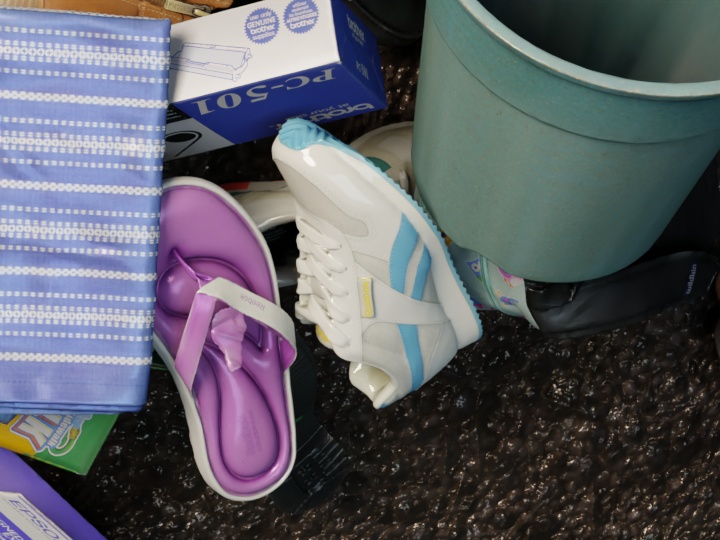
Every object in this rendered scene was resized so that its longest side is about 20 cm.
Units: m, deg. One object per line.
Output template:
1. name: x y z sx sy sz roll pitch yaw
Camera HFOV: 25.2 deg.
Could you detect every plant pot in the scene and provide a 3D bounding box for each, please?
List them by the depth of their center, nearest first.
1. plant pot: 0.110 -0.106 0.798 0.199 0.201 0.197 -13 151 -16

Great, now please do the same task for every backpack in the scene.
1. backpack: 0.130 -0.041 0.974 0.199 0.126 0.168 -30 120 -37

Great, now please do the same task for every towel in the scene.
1. towel: -0.168 -0.026 0.781 0.143 0.024 0.202 2 103 -12

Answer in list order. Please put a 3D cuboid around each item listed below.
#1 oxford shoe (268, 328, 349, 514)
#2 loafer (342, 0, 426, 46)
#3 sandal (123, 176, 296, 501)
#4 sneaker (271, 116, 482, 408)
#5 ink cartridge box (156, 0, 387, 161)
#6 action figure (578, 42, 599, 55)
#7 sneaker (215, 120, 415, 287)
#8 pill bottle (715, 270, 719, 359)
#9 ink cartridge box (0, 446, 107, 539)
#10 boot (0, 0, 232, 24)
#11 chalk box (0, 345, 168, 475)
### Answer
1. oxford shoe: -0.068 0.072 0.973 0.072 0.084 0.201 -33 147 -14
2. loafer: -0.014 -0.185 0.875 0.200 0.070 0.069 38 65 -44
3. sandal: -0.067 0.041 0.855 0.082 0.050 0.204 -30 124 -20
4. sneaker: 0.000 0.000 0.877 0.081 0.076 0.200 -42 133 -10
5. ink cartridge box: -0.094 -0.093 0.845 0.198 0.094 0.045 -12 79 14
6. action figure: 0.070 -0.203 0.889 0.117 0.055 0.201 -20 118 25
7. sneaker: -0.010 -0.028 0.960 0.198 0.093 0.071 -17 121 -14
8. pill bottle: 0.317 0.071 1.142 0.106 0.106 0.201 -35 123 -3
9. ink cartridge box: -0.186 0.169 0.937 0.198 0.199 0.044 51 53 -33
10. boot: -0.126 -0.193 0.840 0.154 0.077 0.202 8 109 -28
11. chalk box: -0.185 0.021 0.889 0.199 0.124 0.124 26 98 -30
